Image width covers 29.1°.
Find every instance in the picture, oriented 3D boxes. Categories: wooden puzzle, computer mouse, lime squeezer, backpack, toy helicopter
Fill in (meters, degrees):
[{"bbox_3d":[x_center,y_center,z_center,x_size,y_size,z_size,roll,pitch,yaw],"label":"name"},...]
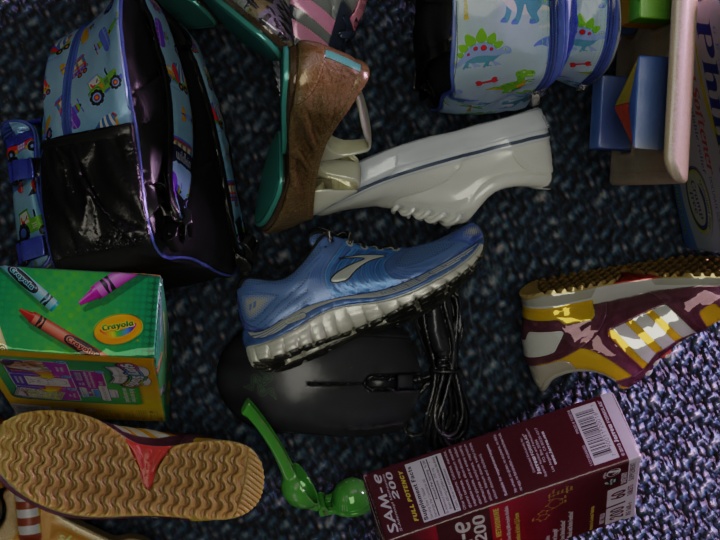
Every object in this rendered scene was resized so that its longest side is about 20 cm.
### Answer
[{"bbox_3d":[0.199,-0.156,1.000,0.046,0.200,0.188,2,93,-1],"label":"wooden puzzle"},{"bbox_3d":[-0.012,0.078,1.069,0.197,0.053,0.140,-4,94,-4],"label":"computer mouse"},{"bbox_3d":[-0.016,0.158,1.074,0.198,0.038,0.071,22,98,-21],"label":"lime squeezer"},{"bbox_3d":[0.108,-0.208,0.985,0.145,0.200,0.186,-3,92,1],"label":"backpack"},{"bbox_3d":[-0.247,0.201,1.047,0.198,0.079,0.133,25,92,-9],"label":"toy helicopter"},{"bbox_3d":[-0.169,-0.089,0.989,0.133,0.182,0.203,-13,82,13],"label":"backpack"}]

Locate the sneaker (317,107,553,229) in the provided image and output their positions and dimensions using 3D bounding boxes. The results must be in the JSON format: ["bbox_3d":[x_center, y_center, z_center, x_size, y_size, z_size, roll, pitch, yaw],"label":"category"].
[{"bbox_3d":[0.056,-0.065,1.057,0.198,0.073,0.072,-16,93,-3],"label":"sneaker"}]

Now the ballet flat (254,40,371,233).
[{"bbox_3d":[-0.030,-0.086,0.971,0.071,0.201,0.068,5,56,-8],"label":"ballet flat"}]

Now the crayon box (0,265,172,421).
[{"bbox_3d":[-0.195,0.056,0.978,0.117,0.200,0.059,4,71,-5],"label":"crayon box"}]

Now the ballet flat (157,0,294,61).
[{"bbox_3d":[-0.092,-0.201,0.985,0.071,0.200,0.073,-11,112,-29],"label":"ballet flat"}]

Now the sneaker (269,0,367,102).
[{"bbox_3d":[-0.030,-0.173,1.046,0.081,0.070,0.203,-10,95,-1],"label":"sneaker"}]

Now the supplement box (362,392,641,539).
[{"bbox_3d":[0.108,0.171,1.049,0.198,0.109,0.061,-18,56,-3],"label":"supplement box"}]

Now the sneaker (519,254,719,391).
[{"bbox_3d":[0.223,0.043,1.081,0.197,0.075,0.091,-6,101,2],"label":"sneaker"}]

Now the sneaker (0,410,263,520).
[{"bbox_3d":[-0.175,0.149,1.021,0.198,0.090,0.076,13,77,-16],"label":"sneaker"}]

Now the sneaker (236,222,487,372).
[{"bbox_3d":[0.000,0.000,1.024,0.198,0.079,0.090,-20,78,-11],"label":"sneaker"}]

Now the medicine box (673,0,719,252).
[{"bbox_3d":[0.296,-0.111,1.008,0.102,0.200,0.184,-12,94,-4],"label":"medicine box"}]
